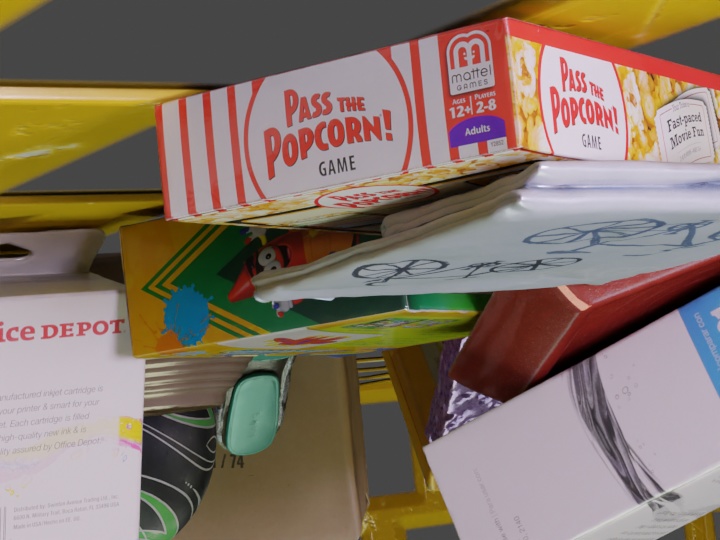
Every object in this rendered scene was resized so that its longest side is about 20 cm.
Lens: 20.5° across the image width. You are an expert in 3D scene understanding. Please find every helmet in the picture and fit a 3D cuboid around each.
[{"bbox_3d":[-0.193,0.116,1.394,0.189,0.202,0.200,5,170,-28],"label":"helmet"}]

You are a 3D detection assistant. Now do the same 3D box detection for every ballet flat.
[{"bbox_3d":[-0.077,0.049,1.407,0.071,0.072,0.201,-4,141,-19],"label":"ballet flat"}]

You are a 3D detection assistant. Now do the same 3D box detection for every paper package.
[{"bbox_3d":[-0.100,0.122,1.539,0.198,0.192,0.103,-6,-174,6],"label":"paper package"}]

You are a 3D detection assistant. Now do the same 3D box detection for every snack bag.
[{"bbox_3d":[0.082,-0.015,0.770,0.187,0.022,0.200,-3,172,-31],"label":"snack bag"}]

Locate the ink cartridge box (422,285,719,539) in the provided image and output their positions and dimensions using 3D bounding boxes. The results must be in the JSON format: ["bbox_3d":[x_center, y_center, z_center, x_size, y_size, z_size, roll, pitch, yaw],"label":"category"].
[{"bbox_3d":[0.154,0.087,1.032,0.199,0.086,0.146,-29,163,19],"label":"ink cartridge box"}]

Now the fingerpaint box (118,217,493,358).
[{"bbox_3d":[0.000,0.000,1.043,0.166,0.074,0.199,-11,172,31],"label":"fingerpaint box"}]

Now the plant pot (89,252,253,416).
[{"bbox_3d":[-0.138,0.044,1.236,0.199,0.094,0.201,-7,175,-1],"label":"plant pot"}]

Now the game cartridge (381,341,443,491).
[{"bbox_3d":[0.108,0.069,1.424,0.175,0.201,0.033,-5,133,-13],"label":"game cartridge"}]

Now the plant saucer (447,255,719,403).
[{"bbox_3d":[0.154,0.005,0.994,0.198,0.037,0.200,-20,164,-15],"label":"plant saucer"}]

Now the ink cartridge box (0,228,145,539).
[{"bbox_3d":[-0.197,0.075,1.047,0.128,0.202,0.125,-3,-169,-35],"label":"ink cartridge box"}]

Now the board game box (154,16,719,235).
[{"bbox_3d":[0.043,-0.047,0.758,0.151,0.047,0.199,-10,173,32],"label":"board game box"}]

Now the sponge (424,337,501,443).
[{"bbox_3d":[0.109,0.044,1.274,0.111,0.030,0.201,-7,137,-15],"label":"sponge"}]
